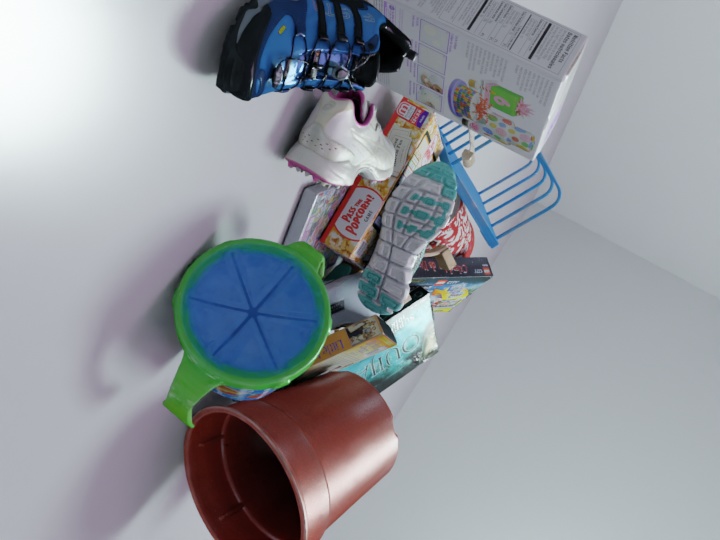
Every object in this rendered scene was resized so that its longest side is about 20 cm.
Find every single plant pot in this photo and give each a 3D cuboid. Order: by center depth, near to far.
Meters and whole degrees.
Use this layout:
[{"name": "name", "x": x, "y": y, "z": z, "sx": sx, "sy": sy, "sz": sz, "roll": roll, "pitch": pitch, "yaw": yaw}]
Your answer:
[{"name": "plant pot", "x": -0.069, "y": 0.219, "z": 0.905, "sx": 0.195, "sy": 0.201, "sz": 0.202, "roll": -21, "pitch": 142, "yaw": -46}]

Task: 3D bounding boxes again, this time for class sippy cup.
[{"name": "sippy cup", "x": -0.104, "y": 0.058, "z": 0.711, "sx": 0.177, "sy": 0.140, "sz": 0.130, "roll": -12, "pitch": 160, "yaw": -18}]

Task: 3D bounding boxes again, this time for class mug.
[{"name": "mug", "x": 0.104, "y": -0.061, "z": 1.228, "sx": 0.178, "sy": 0.133, "sz": 0.200, "roll": -60, "pitch": 164, "yaw": -9}]

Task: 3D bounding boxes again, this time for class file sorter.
[{"name": "file sorter", "x": 0.192, "y": -0.152, "z": 1.100, "sx": 0.122, "sy": 0.139, "sz": 0.200, "roll": -29, "pitch": -159, "yaw": 13}]

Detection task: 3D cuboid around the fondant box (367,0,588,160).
[{"name": "fondant box", "x": 0.106, "y": -0.206, "z": 0.751, "sx": 0.058, "sy": 0.199, "sz": 0.144, "roll": -56, "pitch": 167, "yaw": -16}]

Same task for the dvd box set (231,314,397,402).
[{"name": "dvd box set", "x": -0.055, "y": 0.115, "z": 0.967, "sx": 0.199, "sy": 0.030, "sz": 0.146, "roll": -24, "pitch": 167, "yaw": 5}]

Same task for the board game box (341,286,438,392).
[{"name": "board game box", "x": 0.033, "y": 0.128, "z": 1.197, "sx": 0.199, "sy": 0.028, "sz": 0.136, "roll": -32, "pitch": 132, "yaw": -21}]

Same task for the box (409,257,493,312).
[{"name": "box", "x": 0.099, "y": 0.027, "z": 1.258, "sx": 0.199, "sy": 0.038, "sz": 0.137, "roll": -1, "pitch": 152, "yaw": -32}]

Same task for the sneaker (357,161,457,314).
[{"name": "sneaker", "x": 0.055, "y": -0.047, "z": 0.942, "sx": 0.201, "sy": 0.077, "sz": 0.091, "roll": -61, "pitch": -178, "yaw": 21}]

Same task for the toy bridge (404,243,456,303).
[{"name": "toy bridge", "x": 0.049, "y": 0.018, "z": 1.128, "sx": 0.199, "sy": 0.067, "sz": 0.027, "roll": -35, "pitch": -157, "yaw": -18}]

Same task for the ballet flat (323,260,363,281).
[{"name": "ballet flat", "x": 0.000, "y": 0.000, "z": 1.077, "sx": 0.200, "sy": 0.070, "sz": 0.065, "roll": -51, "pitch": 129, "yaw": -11}]

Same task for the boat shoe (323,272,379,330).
[{"name": "boat shoe", "x": -0.044, "y": 0.042, "z": 0.972, "sx": 0.199, "sy": 0.065, "sz": 0.074, "roll": -6, "pitch": 95, "yaw": -55}]

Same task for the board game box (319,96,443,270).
[{"name": "board game box", "x": 0.033, "y": -0.100, "z": 0.966, "sx": 0.201, "sy": 0.046, "sz": 0.151, "roll": -60, "pitch": 168, "yaw": -2}]

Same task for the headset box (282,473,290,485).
[{"name": "headset box", "x": -0.084, "y": 0.248, "z": 1.072, "sx": 0.200, "sy": 0.174, "sz": 0.093, "roll": -44, "pitch": 161, "yaw": -46}]

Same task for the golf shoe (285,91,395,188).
[{"name": "golf shoe", "x": -0.002, "y": -0.138, "z": 0.781, "sx": 0.092, "sy": 0.075, "sz": 0.200, "roll": -68, "pitch": 167, "yaw": 19}]

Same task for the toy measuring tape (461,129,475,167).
[{"name": "toy measuring tape", "x": 0.099, "y": -0.213, "z": 0.911, "sx": 0.074, "sy": 0.073, "sz": 0.201, "roll": 82, "pitch": 8, "yaw": -70}]

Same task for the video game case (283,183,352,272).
[{"name": "video game case", "x": -0.042, "y": -0.049, "z": 0.934, "sx": 0.144, "sy": 0.018, "sz": 0.200, "roll": -66, "pitch": 166, "yaw": 23}]

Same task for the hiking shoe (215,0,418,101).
[{"name": "hiking shoe", "x": -0.027, "y": -0.169, "z": 0.574, "sx": 0.200, "sy": 0.086, "sz": 0.075, "roll": -45, "pitch": 160, "yaw": -49}]
